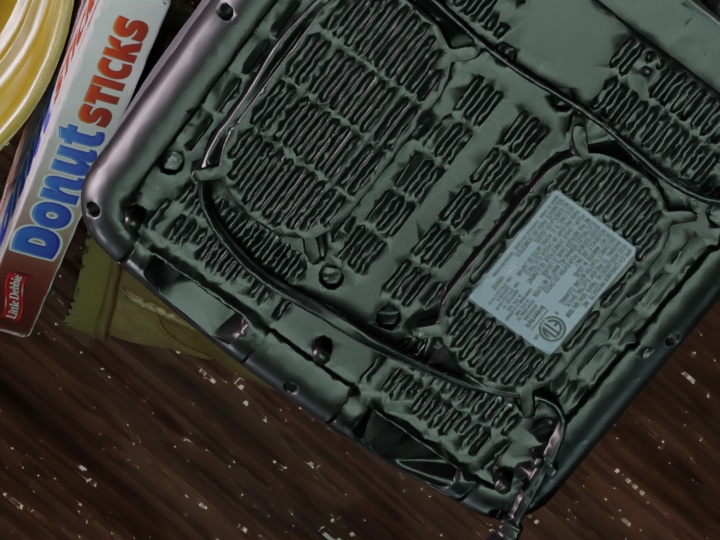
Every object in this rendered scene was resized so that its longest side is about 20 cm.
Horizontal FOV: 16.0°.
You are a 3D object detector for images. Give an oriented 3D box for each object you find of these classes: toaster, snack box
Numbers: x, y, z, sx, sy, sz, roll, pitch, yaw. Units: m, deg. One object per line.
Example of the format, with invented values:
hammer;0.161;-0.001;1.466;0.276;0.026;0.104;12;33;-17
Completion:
toaster;0.028;-0.036;0.795;0.180;0.119;0.200;35;108;-8
snack box;-0.098;-0.060;0.897;0.024;0.072;0.200;15;142;-13

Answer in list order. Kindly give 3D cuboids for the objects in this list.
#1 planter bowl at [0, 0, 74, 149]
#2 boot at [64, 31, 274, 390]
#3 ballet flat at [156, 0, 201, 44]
planter bowl;-0.182;-0.128;0.910;0.199;0.083;0.202;5;110;13
boot;0.000;0.000;0.942;0.199;0.066;0.175;19;151;-2
ballet flat;-0.025;-0.080;0.939;0.199;0.071;0.071;26;111;-6
